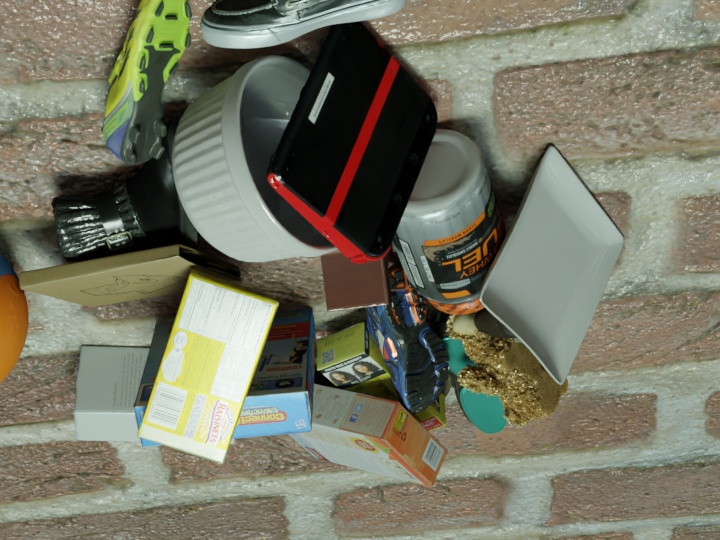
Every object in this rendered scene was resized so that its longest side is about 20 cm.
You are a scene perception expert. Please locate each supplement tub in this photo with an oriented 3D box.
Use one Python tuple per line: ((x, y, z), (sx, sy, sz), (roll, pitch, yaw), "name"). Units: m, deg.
((0.094, -0.047, 1.532), (0.122, 0.123, 0.200), (-12, 141, 10), "supplement tub")

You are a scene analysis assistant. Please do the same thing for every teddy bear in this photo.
((0.175, 0.098, 1.723), (0.200, 0.146, 0.067), (37, 159, -34), "teddy bear")

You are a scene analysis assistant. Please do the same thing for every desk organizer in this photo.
((0.000, 0.000, 1.535), (0.071, 0.077, 0.200), (-7, 180, 4), "desk organizer")

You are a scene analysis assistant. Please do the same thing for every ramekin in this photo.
((-0.097, -0.103, 1.398), (0.105, 0.201, 0.200), (-16, 141, 33), "ramekin")

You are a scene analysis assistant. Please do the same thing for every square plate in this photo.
((0.211, -0.004, 1.566), (0.028, 0.199, 0.200), (10, 156, 43), "square plate")

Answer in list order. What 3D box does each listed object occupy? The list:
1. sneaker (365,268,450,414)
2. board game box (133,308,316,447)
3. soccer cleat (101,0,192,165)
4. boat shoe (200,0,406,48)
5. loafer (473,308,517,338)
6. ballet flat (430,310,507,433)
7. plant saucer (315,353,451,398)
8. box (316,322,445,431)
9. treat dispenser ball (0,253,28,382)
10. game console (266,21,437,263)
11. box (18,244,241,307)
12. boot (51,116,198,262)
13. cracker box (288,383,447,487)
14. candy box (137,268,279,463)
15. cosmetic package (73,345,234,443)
((0.050, 0.081, 1.693), (0.075, 0.078, 0.201), (-26, 117, -27), "sneaker")
((-0.154, 0.123, 1.663), (0.199, 0.196, 0.056), (-5, 116, 3), "board game box")
((-0.218, -0.197, 1.371), (0.065, 0.084, 0.201), (-17, 137, -41), "soccer cleat")
((-0.056, -0.264, 1.309), (0.199, 0.072, 0.071), (-15, 132, -2), "boat shoe")
((0.199, 0.041, 1.655), (0.071, 0.073, 0.200), (-7, 178, 36), "loafer")
((0.141, 0.121, 1.782), (0.068, 0.069, 0.200), (-19, 130, 12), "ballet flat")
((0.020, 0.139, 1.831), (0.199, 0.030, 0.201), (-2, 142, -2), "plant saucer")
((0.028, 0.142, 1.773), (0.075, 0.050, 0.200), (-21, 138, 24), "box")
((-0.469, 0.053, 1.553), (0.200, 0.202, 0.201), (-2, 141, -2), "treat dispenser ball")
((-0.004, -0.126, 1.380), (0.031, 0.201, 0.177), (-1, 149, 44), "game console")
((-0.257, 0.008, 1.584), (0.199, 0.021, 0.163), (-9, 168, 18), "box")
((-0.252, -0.080, 1.501), (0.157, 0.080, 0.212), (1, 141, -5), "boot")
((-0.007, 0.202, 1.770), (0.199, 0.058, 0.134), (8, 153, 39), "cracker box")
((-0.167, 0.106, 1.540), (0.102, 0.026, 0.201), (18, 105, -8), "candy box")
((-0.256, 0.158, 1.777), (0.199, 0.102, 0.071), (3, 142, -7), "cosmetic package")
